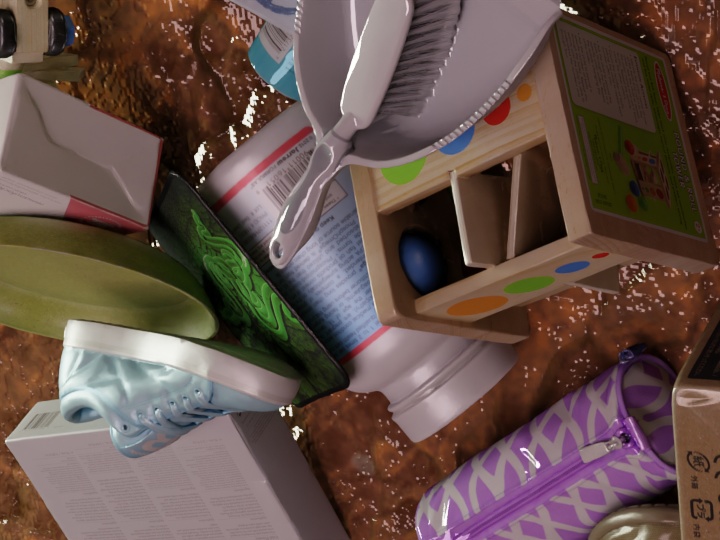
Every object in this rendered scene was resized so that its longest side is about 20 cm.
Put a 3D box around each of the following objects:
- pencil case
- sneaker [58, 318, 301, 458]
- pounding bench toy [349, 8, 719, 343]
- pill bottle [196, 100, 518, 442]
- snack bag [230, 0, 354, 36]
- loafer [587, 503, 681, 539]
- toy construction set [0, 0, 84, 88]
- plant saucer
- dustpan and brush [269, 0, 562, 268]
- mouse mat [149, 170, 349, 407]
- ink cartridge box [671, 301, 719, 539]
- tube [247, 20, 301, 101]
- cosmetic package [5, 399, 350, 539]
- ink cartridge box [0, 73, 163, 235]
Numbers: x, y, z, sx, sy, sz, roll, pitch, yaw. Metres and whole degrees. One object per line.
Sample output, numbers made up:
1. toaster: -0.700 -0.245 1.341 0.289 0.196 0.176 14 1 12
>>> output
1. pencil case: 0.119 0.127 1.058 0.084 0.085 0.200 52 128 3
2. sneaker: -0.116 0.081 1.103 0.200 0.074 0.082 7 87 46
3. pounding bench toy: 0.076 -0.077 0.955 0.156 0.124 0.200 -23 68 36
4. pill bottle: 0.000 0.000 1.048 0.200 0.109 0.109 51 127 -1
5. snack bag: -0.055 -0.225 0.877 0.200 0.021 0.189 23 115 -24
6. loafer: 0.162 0.196 1.046 0.076 0.068 0.200 4 149 -14
7. toy construction set: -0.221 -0.188 1.079 0.131 0.092 0.200 21 127 52
8. plant saucer: -0.187 0.006 1.139 0.200 0.200 0.031 -1 68 30
9. dustpan and brush: 0.003 -0.085 0.891 0.140 0.057 0.200 42 128 26
10. mouse mat: -0.074 0.017 1.086 0.161 0.008 0.200 50 165 0
11. ink cartridge box: 0.227 0.116 0.942 0.075 0.165 0.200 3 115 26
12. tube: 0.009 -0.182 0.964 0.077 0.050 0.200 43 119 9
13. cosmetic package: -0.126 0.152 1.214 0.200 0.052 0.151 -9 118 32
14. ink cartridge box: -0.236 -0.058 1.126 0.200 0.116 0.068 -9 66 44
